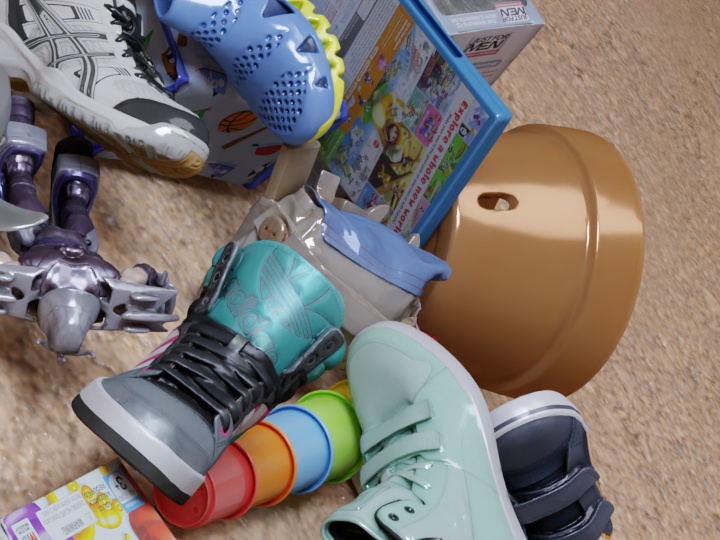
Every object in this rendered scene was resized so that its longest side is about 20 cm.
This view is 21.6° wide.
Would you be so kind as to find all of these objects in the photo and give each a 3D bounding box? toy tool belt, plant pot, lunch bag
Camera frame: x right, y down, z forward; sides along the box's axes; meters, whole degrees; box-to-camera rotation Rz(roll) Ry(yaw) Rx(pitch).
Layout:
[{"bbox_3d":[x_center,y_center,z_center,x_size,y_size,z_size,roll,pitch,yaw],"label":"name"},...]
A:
[{"bbox_3d":[0.000,0.000,1.188,0.200,0.123,0.125,23,1,-45],"label":"toy tool belt"},{"bbox_3d":[0.083,-0.014,1.333,0.140,0.200,0.201,11,44,-30],"label":"plant pot"},{"bbox_3d":[-0.126,-0.166,1.244,0.170,0.124,0.201,8,56,-54],"label":"lunch bag"}]

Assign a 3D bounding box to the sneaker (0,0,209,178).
[{"bbox_3d":[-0.150,-0.123,1.082,0.200,0.088,0.076,31,-7,35],"label":"sneaker"}]

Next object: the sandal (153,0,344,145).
[{"bbox_3d":[-0.086,-0.155,1.116,0.087,0.080,0.200,-22,70,-46],"label":"sandal"}]

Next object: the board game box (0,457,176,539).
[{"bbox_3d":[-0.103,0.199,0.802,0.200,0.105,0.103,54,24,6],"label":"board game box"}]

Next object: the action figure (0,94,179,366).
[{"bbox_3d":[-0.162,-0.011,1.009,0.130,0.070,0.200,19,28,-25],"label":"action figure"}]

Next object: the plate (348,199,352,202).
[{"bbox_3d":[0.037,-0.053,1.482,0.200,0.026,0.200,38,28,-25],"label":"plate"}]

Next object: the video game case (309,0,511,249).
[{"bbox_3d":[0.007,-0.125,1.260,0.018,0.143,0.200,-13,58,-42],"label":"video game case"}]

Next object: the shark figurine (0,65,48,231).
[{"bbox_3d":[-0.214,-0.097,0.982,0.128,0.090,0.215,7,39,0],"label":"shark figurine"}]

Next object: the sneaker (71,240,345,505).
[{"bbox_3d":[-0.063,0.043,0.906,0.084,0.121,0.200,41,2,0],"label":"sneaker"}]

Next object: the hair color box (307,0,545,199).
[{"bbox_3d":[0.031,-0.131,1.342,0.099,0.200,0.061,-14,66,-42],"label":"hair color box"}]

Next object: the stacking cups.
[{"bbox_3d":[-0.052,0.106,1.086,0.061,0.060,0.200,57,29,13],"label":"stacking cups"}]

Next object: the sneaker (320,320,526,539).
[{"bbox_3d":[0.020,0.108,1.044,0.118,0.074,0.201,10,46,-48],"label":"sneaker"}]

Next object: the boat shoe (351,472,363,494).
[{"bbox_3d":[0.066,0.177,1.172,0.200,0.062,0.073,57,25,13],"label":"boat shoe"}]

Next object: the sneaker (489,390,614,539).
[{"bbox_3d":[0.123,0.147,1.219,0.200,0.078,0.080,67,-1,-61],"label":"sneaker"}]
